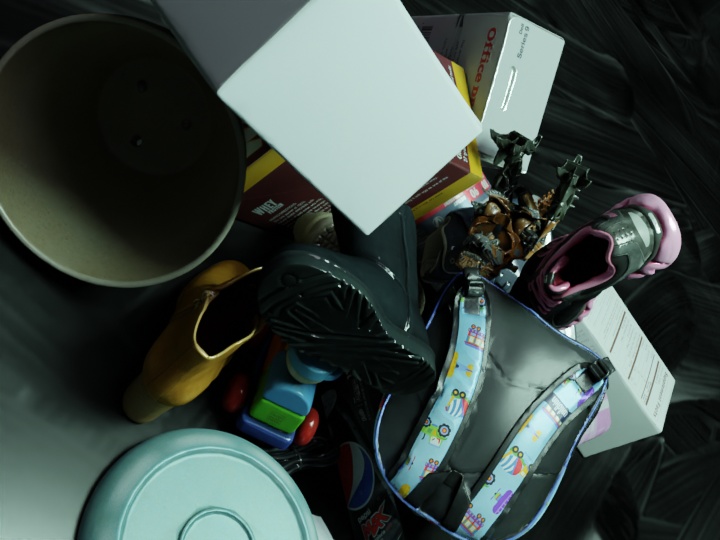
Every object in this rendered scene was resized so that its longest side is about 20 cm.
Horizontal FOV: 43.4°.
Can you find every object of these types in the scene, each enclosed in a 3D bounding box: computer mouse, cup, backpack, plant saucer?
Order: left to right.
[{"bbox_3d":[-0.179,-0.108,0.720,0.201,0.199,0.144,47,15,-16],"label":"cup"},{"bbox_3d":[-0.110,0.212,0.673,0.197,0.027,0.203,17,55,-26],"label":"plant saucer"},{"bbox_3d":[-0.040,0.240,0.754,0.109,0.044,0.203,6,63,-48],"label":"computer mouse"},{"bbox_3d":[0.100,0.130,0.797,0.181,0.135,0.202,32,72,-2],"label":"backpack"}]

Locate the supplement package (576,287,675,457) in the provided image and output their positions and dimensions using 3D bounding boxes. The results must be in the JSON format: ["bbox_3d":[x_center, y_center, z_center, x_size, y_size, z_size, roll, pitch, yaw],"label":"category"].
[{"bbox_3d":[0.291,0.113,1.151,0.201,0.116,0.117,54,38,-9],"label":"supplement package"}]

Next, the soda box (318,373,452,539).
[{"bbox_3d":[0.023,0.183,0.845,0.070,0.063,0.203,6,62,-46],"label":"soda box"}]

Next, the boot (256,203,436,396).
[{"bbox_3d":[-0.012,-0.012,0.714,0.200,0.076,0.170,38,34,-43],"label":"boot"}]

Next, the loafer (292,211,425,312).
[{"bbox_3d":[0.000,0.000,0.909,0.068,0.076,0.200,43,-5,45],"label":"loafer"}]

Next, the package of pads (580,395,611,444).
[{"bbox_3d":[0.178,0.159,0.985,0.198,0.119,0.077,-6,90,-51],"label":"package of pads"}]

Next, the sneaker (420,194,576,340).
[{"bbox_3d":[0.138,0.029,0.938,0.144,0.077,0.206,-8,78,-23],"label":"sneaker"}]

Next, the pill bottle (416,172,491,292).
[{"bbox_3d":[0.134,-0.012,1.048,0.202,0.119,0.119,57,38,-4],"label":"pill bottle"}]

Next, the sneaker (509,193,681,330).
[{"bbox_3d":[0.178,0.004,0.783,0.094,0.200,0.080,-20,74,-36],"label":"sneaker"}]

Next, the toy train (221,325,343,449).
[{"bbox_3d":[-0.045,0.045,0.799,0.084,0.116,0.202,27,44,-13],"label":"toy train"}]

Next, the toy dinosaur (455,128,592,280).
[{"bbox_3d":[0.148,-0.056,0.867,0.101,0.138,0.201,20,27,3],"label":"toy dinosaur"}]

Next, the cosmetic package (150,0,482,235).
[{"bbox_3d":[-0.043,-0.164,0.629,0.201,0.123,0.199,52,7,35],"label":"cosmetic package"}]

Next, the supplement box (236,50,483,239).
[{"bbox_3d":[-0.024,-0.133,0.881,0.198,0.196,0.135,18,55,-40],"label":"supplement box"}]

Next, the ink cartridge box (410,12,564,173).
[{"bbox_3d":[0.109,-0.193,0.980,0.083,0.199,0.149,13,96,-33],"label":"ink cartridge box"}]

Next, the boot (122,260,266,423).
[{"bbox_3d":[-0.104,0.032,0.726,0.071,0.144,0.202,44,41,-10],"label":"boot"}]
